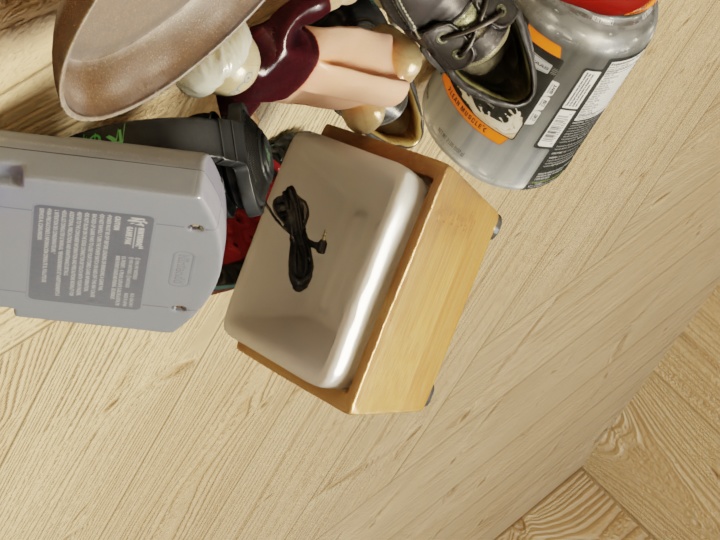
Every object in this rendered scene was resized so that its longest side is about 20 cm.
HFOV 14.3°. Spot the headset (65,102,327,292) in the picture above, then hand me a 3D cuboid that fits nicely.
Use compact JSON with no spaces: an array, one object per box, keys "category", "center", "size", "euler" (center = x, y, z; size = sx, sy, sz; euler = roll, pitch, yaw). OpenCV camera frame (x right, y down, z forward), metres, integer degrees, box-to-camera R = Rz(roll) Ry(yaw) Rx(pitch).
[{"category":"headset","center":[-0.096,-0.040,1.660],"size":[0.123,0.094,0.200],"euler":[-18,165,35]}]

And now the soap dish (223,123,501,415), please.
[{"category":"soap dish","center":[0.000,0.000,1.770],"size":[0.200,0.081,0.158],"euler":[24,-87,66]}]

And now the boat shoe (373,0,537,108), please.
[{"category":"boat shoe","center":[0.063,-0.154,1.714],"size":[0.073,0.065,0.200],"euler":[-45,154,6]}]

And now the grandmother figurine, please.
[{"category":"grandmother figurine","center":[-0.041,-0.123,1.692],"size":[0.200,0.061,0.122],"euler":[-2,126,-55]}]

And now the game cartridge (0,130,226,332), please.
[{"category":"game cartridge","center":[-0.142,-0.020,1.608],"size":[0.200,0.133,0.041],"euler":[111,-12,-66]}]

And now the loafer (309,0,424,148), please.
[{"category":"loafer","center":[0.004,-0.129,1.863],"size":[0.073,0.072,0.200],"euler":[-46,167,4]}]

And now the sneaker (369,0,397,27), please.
[{"category":"sneaker","center":[0.040,-0.194,1.800],"size":[0.081,0.077,0.200],"euler":[-42,161,10]}]

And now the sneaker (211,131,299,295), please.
[{"category":"sneaker","center":[-0.082,-0.015,1.923],"size":[0.200,0.079,0.096],"euler":[-31,162,-49]}]

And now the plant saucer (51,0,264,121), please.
[{"category":"plant saucer","center":[-0.084,-0.158,1.421],"size":[0.200,0.032,0.200],"euler":[-44,167,-13]}]

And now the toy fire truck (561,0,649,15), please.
[{"category":"toy fire truck","center":[0.194,-0.213,1.767],"size":[0.128,0.200,0.176],"euler":[13,128,-46]}]

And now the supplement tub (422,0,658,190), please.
[{"category":"supplement tub","center":[0.135,-0.163,2.068],"size":[0.122,0.123,0.200],"euler":[-33,161,-45]}]
